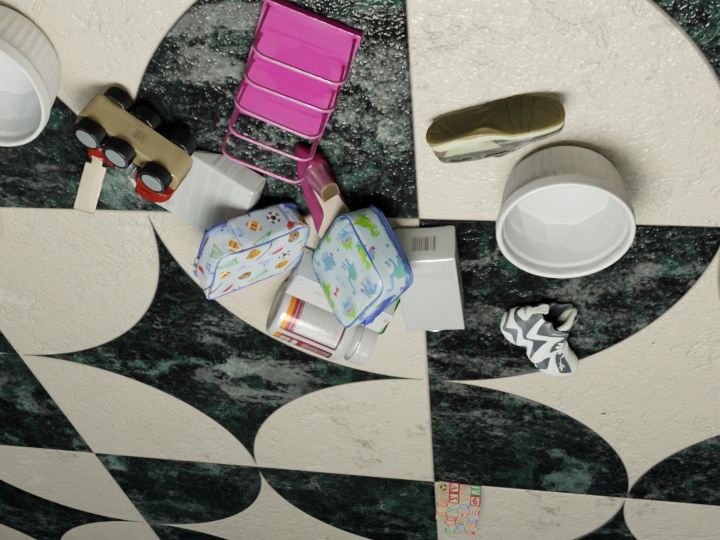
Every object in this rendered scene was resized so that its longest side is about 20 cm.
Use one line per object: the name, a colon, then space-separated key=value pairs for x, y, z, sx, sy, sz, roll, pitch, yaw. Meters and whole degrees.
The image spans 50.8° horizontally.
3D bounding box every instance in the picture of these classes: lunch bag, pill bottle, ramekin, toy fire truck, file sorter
lunch bag: x=-0.189 y=-0.030 z=1.284 sx=0.199 sy=0.076 sz=0.161 roll=-20 pitch=157 yaw=-31
lunch bag: x=0.000 y=0.000 z=1.271 sx=0.082 sy=0.162 sz=0.200 roll=-20 pitch=163 yaw=-30
pill bottle: x=-0.073 y=0.106 z=1.458 sx=0.199 sy=0.110 sz=0.110 roll=24 pitch=138 yaw=-15
ramekin: x=0.306 y=-0.093 z=1.145 sx=0.198 sy=0.106 sz=0.201 roll=6 pitch=139 yaw=5
ramekin: x=-0.537 y=-0.291 z=1.104 sx=0.198 sy=0.106 sz=0.201 roll=6 pitch=141 yaw=5
toy fire truck: x=-0.378 y=-0.161 z=1.212 sx=0.175 sy=0.129 sz=0.200 roll=33 pitch=151 yaw=-10
file sorter: x=-0.102 y=-0.241 z=1.053 sx=0.138 sy=0.126 sz=0.200 roll=19 pitch=140 yaw=-10

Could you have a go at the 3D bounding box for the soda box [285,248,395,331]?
soda box: x=-0.033 y=0.038 z=1.401 sx=0.199 sy=0.069 sz=0.064 roll=24 pitch=140 yaw=-15

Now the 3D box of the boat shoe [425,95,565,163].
boat shoe: x=0.196 y=-0.197 z=1.091 sx=0.199 sy=0.072 sz=0.066 roll=-8 pitch=147 yaw=21

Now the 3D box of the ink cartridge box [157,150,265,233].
ink cartridge box: x=-0.271 y=-0.142 z=1.285 sx=0.199 sy=0.057 sz=0.163 roll=35 pitch=139 yaw=3

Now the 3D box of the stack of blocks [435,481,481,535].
stack of blocks: x=0.266 y=0.655 z=2.081 sx=0.114 sy=0.059 sz=0.201 roll=4 pitch=140 yaw=7

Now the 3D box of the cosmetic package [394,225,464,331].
cosmetic package: x=0.124 y=0.019 z=1.344 sx=0.112 sy=0.082 sz=0.201 roll=-2 pitch=140 yaw=10

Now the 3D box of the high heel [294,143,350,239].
high heel: x=-0.066 y=-0.128 z=1.258 sx=0.067 sy=0.096 sz=0.200 roll=-28 pitch=157 yaw=-14

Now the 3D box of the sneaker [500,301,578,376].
sneaker: x=0.372 y=0.124 z=1.415 sx=0.199 sy=0.080 sz=0.129 roll=42 pitch=141 yaw=-19

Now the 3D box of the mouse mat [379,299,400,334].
mouse mat: x=-0.005 y=0.053 z=1.471 sx=0.160 sy=0.008 sz=0.201 roll=16 pitch=141 yaw=-6
